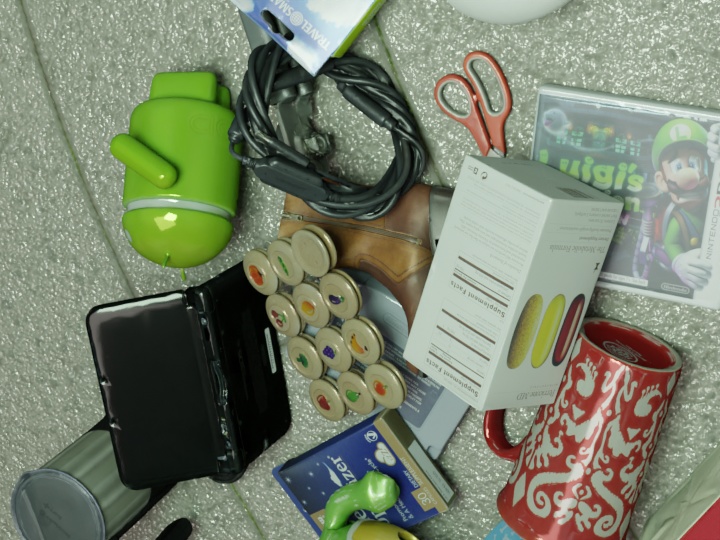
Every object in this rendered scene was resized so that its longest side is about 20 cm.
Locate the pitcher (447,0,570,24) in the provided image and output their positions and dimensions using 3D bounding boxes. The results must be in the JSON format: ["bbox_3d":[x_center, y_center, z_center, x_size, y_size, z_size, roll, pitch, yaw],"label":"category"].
[{"bbox_3d":[0.177,-0.280,1.164,0.198,0.170,0.123,-10,79,45],"label":"pitcher"}]

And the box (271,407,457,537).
[{"bbox_3d":[-0.006,0.234,1.438,0.199,0.032,0.122,-32,99,38],"label":"box"}]

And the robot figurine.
[{"bbox_3d":[-0.178,-0.095,1.350,0.114,0.175,0.203,1,79,11],"label":"robot figurine"}]

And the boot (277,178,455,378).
[{"bbox_3d":[0.000,0.000,1.334,0.197,0.068,0.192,7,92,20],"label":"boot"}]

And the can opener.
[{"bbox_3d":[-0.084,-0.178,1.330,0.066,0.053,0.203,-19,90,40],"label":"can opener"}]

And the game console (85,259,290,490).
[{"bbox_3d":[-0.174,0.106,1.411,0.115,0.176,0.203,0,108,29],"label":"game console"}]

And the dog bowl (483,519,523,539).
[{"bbox_3d":[0.152,0.318,1.384,0.201,0.110,0.050,-56,40,27],"label":"dog bowl"}]

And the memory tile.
[{"bbox_3d":[-0.038,0.057,1.347,0.152,0.017,0.202,-18,102,51],"label":"memory tile"}]

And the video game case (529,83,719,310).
[{"bbox_3d":[0.252,-0.069,1.255,0.197,0.023,0.185,12,111,19],"label":"video game case"}]

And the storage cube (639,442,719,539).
[{"bbox_3d":[0.366,0.276,1.241,0.179,0.171,0.201,40,118,6],"label":"storage cube"}]

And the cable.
[{"bbox_3d":[-0.027,-0.136,1.286,0.198,0.165,0.051,20,154,-19],"label":"cable"}]

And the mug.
[{"bbox_3d":[0.204,0.150,1.291,0.175,0.133,0.203,22,111,11],"label":"mug"}]

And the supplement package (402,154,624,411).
[{"bbox_3d":[0.137,0.011,1.222,0.109,0.113,0.203,32,113,41],"label":"supplement package"}]

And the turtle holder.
[{"bbox_3d":[0.019,0.312,1.380,0.130,0.141,0.188,-8,62,29],"label":"turtle holder"}]

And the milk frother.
[{"bbox_3d":[-0.239,0.219,1.462,0.180,0.188,0.201,37,117,6],"label":"milk frother"}]

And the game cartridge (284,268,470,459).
[{"bbox_3d":[0.029,0.089,1.394,0.199,0.041,0.134,35,120,8],"label":"game cartridge"}]

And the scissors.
[{"bbox_3d":[0.135,-0.110,1.294,0.072,0.014,0.202,-24,96,25],"label":"scissors"}]

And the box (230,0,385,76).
[{"bbox_3d":[-0.019,-0.296,1.252,0.122,0.048,0.201,41,103,5],"label":"box"}]
